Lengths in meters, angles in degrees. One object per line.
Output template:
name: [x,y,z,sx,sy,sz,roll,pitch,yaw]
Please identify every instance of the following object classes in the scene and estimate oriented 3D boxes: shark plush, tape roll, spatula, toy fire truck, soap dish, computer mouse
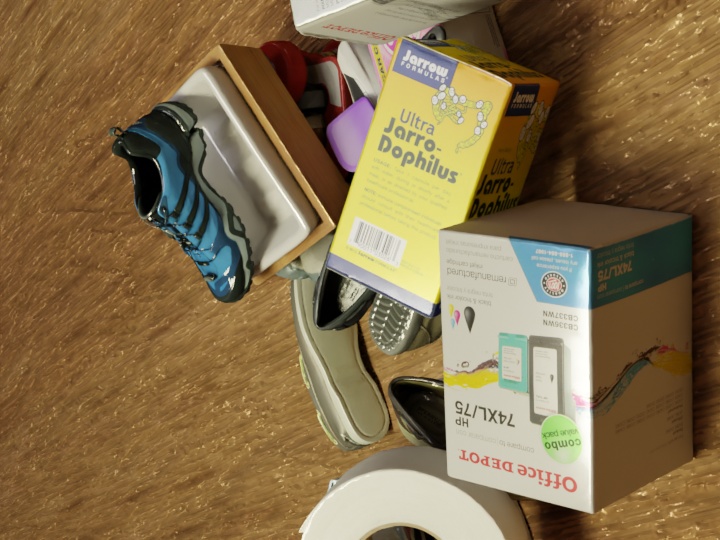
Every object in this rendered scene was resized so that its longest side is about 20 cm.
shark plush: [0.000,0.000,1.552,0.199,0.091,0.083,13,149,46]
tape roll: [0.046,0.259,1.374,0.200,0.071,0.205,4,103,15]
spatula: [0.025,-0.155,1.393,0.200,0.020,0.057,-47,62,52]
toy fire truck: [-0.067,-0.141,1.571,0.199,0.111,0.170,-2,95,49]
soap dish: [-0.105,-0.103,1.499,0.201,0.081,0.157,57,142,1]
computer mouse: [0.019,-0.195,1.470,0.044,0.109,0.202,-22,91,49]

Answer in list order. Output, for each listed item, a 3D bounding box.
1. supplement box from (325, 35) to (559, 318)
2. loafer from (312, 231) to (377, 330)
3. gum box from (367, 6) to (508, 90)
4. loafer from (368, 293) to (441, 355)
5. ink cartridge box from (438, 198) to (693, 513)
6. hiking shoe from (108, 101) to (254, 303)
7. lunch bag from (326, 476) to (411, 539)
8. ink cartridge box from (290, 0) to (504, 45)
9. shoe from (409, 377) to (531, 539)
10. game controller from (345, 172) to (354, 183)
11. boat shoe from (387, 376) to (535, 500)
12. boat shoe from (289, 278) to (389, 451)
supplement box: [0.067,-0.079,1.284,0.109,0.109,0.202,25,108,23]
loafer: [0.012,-0.029,1.429,0.068,0.070,0.202,31,113,7]
gum box: [0.055,-0.236,1.407,0.113,0.066,0.202,-31,73,56]
loafer: [0.074,-0.014,1.404,0.075,0.069,0.201,48,121,39]
ink cartridge box: [0.161,0.060,1.219,0.146,0.145,0.202,8,107,42]
hiking shoe: [-0.171,-0.053,1.468,0.074,0.086,0.202,-9,109,49]
lunch bag: [0.011,0.298,1.526,0.170,0.126,0.202,35,-138,-81]
ink cartridge box: [0.054,-0.254,1.259,0.198,0.145,0.084,-15,84,31]
shoe: [0.084,0.198,1.463,0.072,0.090,0.202,-48,58,52]
game controller: [-0.003,-0.062,1.593,0.200,0.042,0.105,45,149,45]
boat shoe: [0.100,0.148,1.404,0.199,0.065,0.074,16,70,40]
boat shoe: [-0.034,0.092,1.646,0.060,0.072,0.204,-34,73,51]
